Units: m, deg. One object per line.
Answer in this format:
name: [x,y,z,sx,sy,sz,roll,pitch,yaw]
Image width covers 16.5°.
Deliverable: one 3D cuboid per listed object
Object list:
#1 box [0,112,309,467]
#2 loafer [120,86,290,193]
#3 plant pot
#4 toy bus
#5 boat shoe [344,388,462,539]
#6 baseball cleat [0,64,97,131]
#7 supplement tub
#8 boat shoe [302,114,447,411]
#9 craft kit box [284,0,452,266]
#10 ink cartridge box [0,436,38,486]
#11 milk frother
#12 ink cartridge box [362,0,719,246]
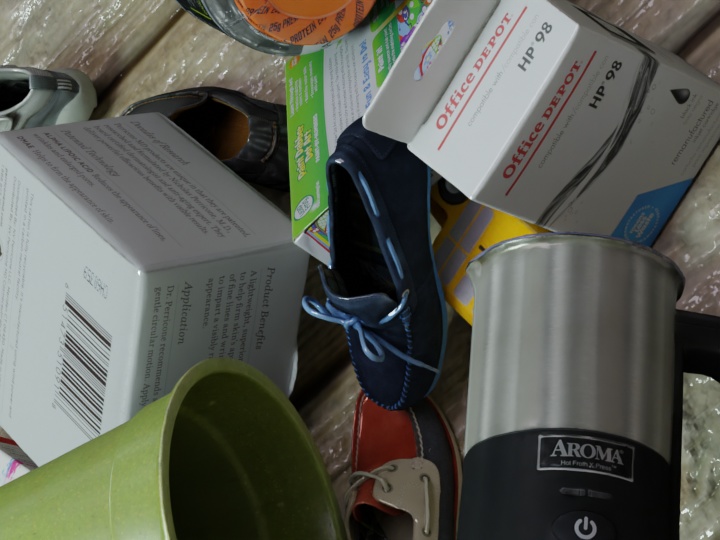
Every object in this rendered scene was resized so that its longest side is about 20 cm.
box: [-0.146,0.031,1.609,0.200,0.131,0.199,39,128,44]
loafer: [-0.107,-0.096,1.697,0.200,0.072,0.073,4,81,45]
plant pot: [-0.137,0.173,1.464,0.190,0.200,0.200,-19,64,26]
toy bus: [0.102,0.008,1.470,0.200,0.065,0.078,45,110,42]
boat shoe: [0.021,0.153,1.504,0.071,0.063,0.200,-28,58,37]
baseball cleat: [-0.288,-0.112,1.852,0.200,0.106,0.070,-26,65,38]
supplement tub: [-0.059,-0.206,1.605,0.123,0.122,0.200,-66,21,6]
boat shoe: [0.000,0.000,1.463,0.084,0.069,0.200,14,127,37]
craft kit box: [0.032,-0.127,1.545,0.197,0.048,0.200,-40,30,25]
ink cartridge box: [-0.239,0.190,1.738,0.200,0.067,0.116,28,96,45]
milk frother: [0.118,0.111,1.335,0.200,0.180,0.188,140,141,-57]
ink cartridge box: [0.109,-0.087,1.396,0.067,0.200,0.116,43,108,41]
